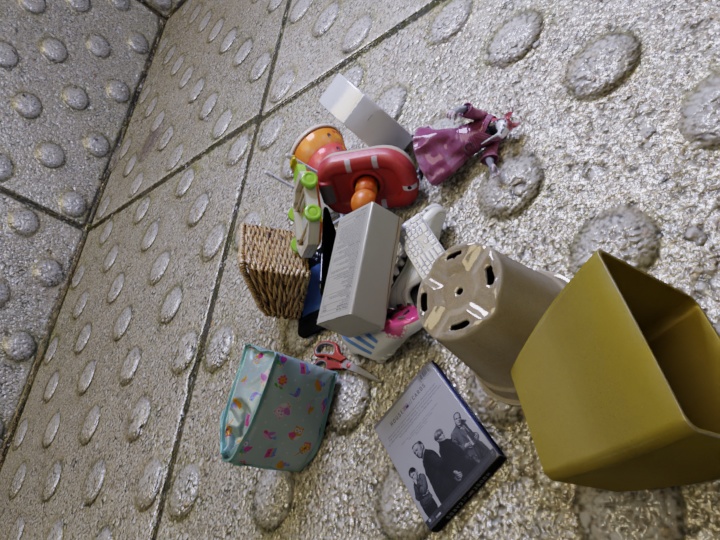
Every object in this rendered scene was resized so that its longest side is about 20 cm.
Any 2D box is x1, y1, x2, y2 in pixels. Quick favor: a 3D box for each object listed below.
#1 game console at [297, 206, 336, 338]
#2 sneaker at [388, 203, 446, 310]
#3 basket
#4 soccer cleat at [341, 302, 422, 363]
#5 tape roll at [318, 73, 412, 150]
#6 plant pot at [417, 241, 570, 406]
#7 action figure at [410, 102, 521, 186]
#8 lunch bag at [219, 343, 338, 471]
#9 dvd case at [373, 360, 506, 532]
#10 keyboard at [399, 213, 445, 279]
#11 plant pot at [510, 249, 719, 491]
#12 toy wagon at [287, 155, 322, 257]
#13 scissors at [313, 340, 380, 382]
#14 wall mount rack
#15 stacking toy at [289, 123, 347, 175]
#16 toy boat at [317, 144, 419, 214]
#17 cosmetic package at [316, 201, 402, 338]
[{"bbox_3d":[-0.095,0.007,1.202,0.175,0.116,0.202,-26,49,36],"label":"game console"},{"bbox_3d":[0.106,-0.017,1.036,0.081,0.075,0.202,26,89,39],"label":"sneaker"},{"bbox_3d":[-0.194,0.008,1.247,0.201,0.147,0.144,-110,32,-58],"label":"basket"},{"bbox_3d":[0.048,0.111,1.010,0.070,0.087,0.199,-32,10,-40],"label":"soccer cleat"},{"bbox_3d":[0.012,-0.308,1.212,0.071,0.201,0.203,-49,39,12],"label":"tape roll"},{"bbox_3d":[0.180,0.058,0.800,0.199,0.183,0.203,-27,48,35],"label":"plant pot"},{"bbox_3d":[0.193,-0.226,1.066,0.198,0.136,0.149,-18,10,26],"label":"action figure"},{"bbox_3d":[-0.150,0.252,1.062,0.121,0.169,0.203,6,76,47],"label":"lunch bag"},{"bbox_3d":[0.109,0.254,0.887,0.151,0.025,0.200,-51,38,12],"label":"dvd case"},{"bbox_3d":[0.124,-0.004,0.982,0.056,0.011,0.201,-36,64,13],"label":"keyboard"},{"bbox_3d":[0.282,0.132,0.642,0.176,0.198,0.202,-46,39,34],"label":"plant pot"},{"bbox_3d":[-0.110,-0.132,1.167,0.155,0.039,0.203,128,139,-63],"label":"toy wagon"},{"bbox_3d":[-0.026,0.167,1.105,0.199,0.014,0.074,-7,61,48],"label":"scissors"},{"bbox_3d":[-0.119,-0.166,1.292,0.074,0.175,0.199,-32,8,-33],"label":"wall mount rack"},{"bbox_3d":[-0.054,-0.215,1.321,0.147,0.146,0.200,-49,58,13],"label":"stacking toy"},{"bbox_3d":[0.013,-0.152,1.129,0.197,0.131,0.132,-7,43,13],"label":"toy boat"},{"bbox_3d":[0.000,0.000,0.993,0.103,0.072,0.203,-20,53,51],"label":"cosmetic package"}]
